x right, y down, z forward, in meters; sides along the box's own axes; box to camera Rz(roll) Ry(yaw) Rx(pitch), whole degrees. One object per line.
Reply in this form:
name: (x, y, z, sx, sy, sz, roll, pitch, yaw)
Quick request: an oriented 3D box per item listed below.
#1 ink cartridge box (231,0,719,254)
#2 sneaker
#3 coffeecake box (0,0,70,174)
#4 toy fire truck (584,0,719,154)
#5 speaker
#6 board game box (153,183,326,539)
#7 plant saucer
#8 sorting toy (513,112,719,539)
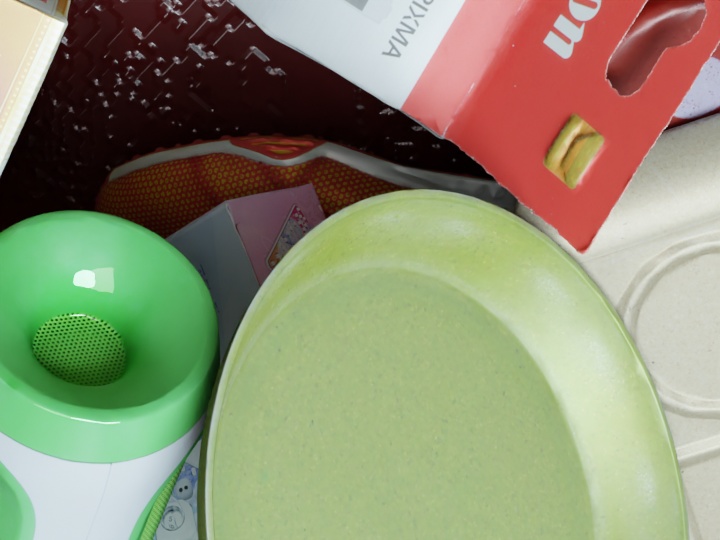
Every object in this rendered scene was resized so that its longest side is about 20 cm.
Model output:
ink cartridge box: (0.035, -0.126, 0.855, 0.050, 0.200, 0.161, 11, 116, -49)
sneaker: (0.000, 0.000, 0.932, 0.200, 0.073, 0.077, 10, 77, 15)
coffeecake box: (-0.147, -0.054, 0.862, 0.073, 0.200, 0.154, 24, 109, -10)
toy fire truck: (0.151, -0.071, 0.924, 0.200, 0.112, 0.168, -22, 129, 7)
speaker: (-0.101, 0.069, 0.836, 0.088, 0.088, 0.200, 16, 141, -8)
board game box: (-0.053, 0.099, 0.911, 0.200, 0.043, 0.199, -29, 81, 46)
plant saucer: (0.022, 0.077, 0.807, 0.031, 0.200, 0.200, -15, 117, 46)
sorting toy: (0.163, 0.032, 0.891, 0.185, 0.036, 0.200, -18, 111, 6)
